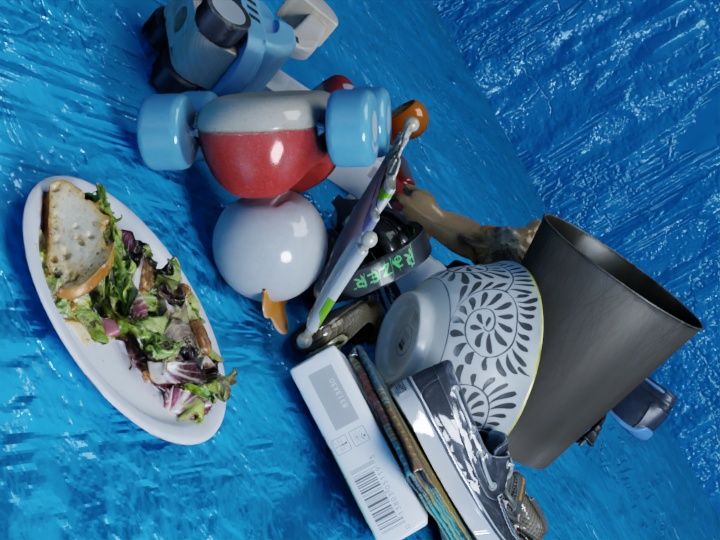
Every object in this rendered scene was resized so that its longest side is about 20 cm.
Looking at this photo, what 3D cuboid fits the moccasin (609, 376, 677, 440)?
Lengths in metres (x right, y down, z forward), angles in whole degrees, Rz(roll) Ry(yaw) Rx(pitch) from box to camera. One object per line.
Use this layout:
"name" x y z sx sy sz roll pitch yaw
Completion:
"moccasin" 0.259 0.090 1.240 0.080 0.068 0.200 31 18 -54

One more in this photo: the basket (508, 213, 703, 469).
"basket" 0.190 0.077 1.124 0.180 0.200 0.136 37 16 6

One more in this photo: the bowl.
"bowl" 0.074 0.074 1.092 0.094 0.201 0.201 17 35 -22

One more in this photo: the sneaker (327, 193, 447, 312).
"sneaker" 0.020 -0.025 1.255 0.130 0.079 0.199 46 7 -18

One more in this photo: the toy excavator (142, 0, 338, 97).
"toy excavator" -0.100 -0.225 1.138 0.200 0.100 0.195 22 39 -35

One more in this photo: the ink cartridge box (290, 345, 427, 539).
"ink cartridge box" 0.004 0.150 1.019 0.161 0.050 0.200 61 -2 8

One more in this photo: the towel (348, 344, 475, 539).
"towel" 0.050 0.168 0.996 0.200 0.022 0.147 60 1 -45

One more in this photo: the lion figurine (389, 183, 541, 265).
"lion figurine" 0.103 -0.045 1.282 0.200 0.073 0.122 18 2 9

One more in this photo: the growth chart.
"growth chart" 0.001 -0.041 0.996 0.018 0.145 0.200 29 37 -7

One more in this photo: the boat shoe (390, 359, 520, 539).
"boat shoe" 0.100 0.165 1.010 0.200 0.068 0.072 60 1 -15

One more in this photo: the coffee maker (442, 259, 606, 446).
"coffee maker" 0.147 0.089 1.274 0.200 0.192 0.135 42 61 -20

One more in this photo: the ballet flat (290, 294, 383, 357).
"ballet flat" -0.013 0.056 1.079 0.200 0.067 0.046 -17 85 -79

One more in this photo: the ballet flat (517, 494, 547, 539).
"ballet flat" 0.126 0.207 1.223 0.046 0.067 0.200 -36 100 -32

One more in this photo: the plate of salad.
"plate of salad" -0.142 0.019 0.771 0.200 0.048 0.200 52 16 -23

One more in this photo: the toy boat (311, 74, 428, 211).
"toy boat" 0.024 -0.169 1.466 0.200 0.131 0.131 42 23 -46

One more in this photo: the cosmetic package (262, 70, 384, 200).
"cosmetic package" -0.055 -0.148 1.215 0.200 0.051 0.083 34 23 -8

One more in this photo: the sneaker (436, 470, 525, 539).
"sneaker" 0.118 0.224 1.107 0.080 0.086 0.200 51 17 -50

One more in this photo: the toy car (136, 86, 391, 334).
"toy car" -0.072 -0.049 0.980 0.177 0.184 0.200 -51 141 -77

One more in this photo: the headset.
"headset" 0.000 0.000 1.133 0.094 0.123 0.200 66 -11 -15
